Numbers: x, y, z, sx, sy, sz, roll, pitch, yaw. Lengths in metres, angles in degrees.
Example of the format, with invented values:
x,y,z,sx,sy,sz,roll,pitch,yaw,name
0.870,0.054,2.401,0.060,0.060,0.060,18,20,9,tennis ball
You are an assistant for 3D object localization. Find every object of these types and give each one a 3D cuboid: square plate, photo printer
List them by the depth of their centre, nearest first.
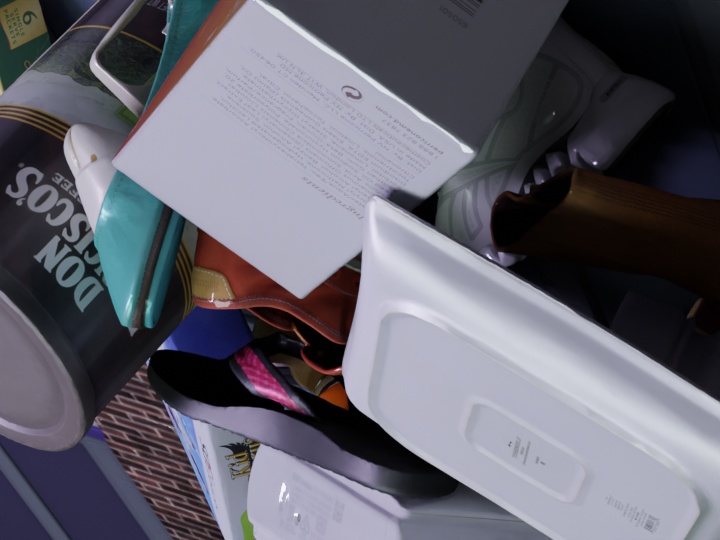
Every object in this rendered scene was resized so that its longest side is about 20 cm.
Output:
x,y,z,sx,sy,sz,roll,pitch,yaw,name
0.075,0.066,1.032,0.198,0.028,0.200,32,159,10,square plate
0.066,0.130,1.221,0.200,0.070,0.166,8,-172,-27,photo printer

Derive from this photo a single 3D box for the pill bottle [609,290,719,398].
x,y,z,sx,sy,sz,roll,pitch,yaw,name
0.193,0.092,1.115,0.200,0.114,0.113,24,153,7,pill bottle

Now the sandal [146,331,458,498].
x,y,z,sx,sy,sz,roll,pitch,yaw,name
-0.026,0.060,1.182,0.075,0.045,0.200,-3,-165,-42,sandal

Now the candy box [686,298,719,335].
x,y,z,sx,sy,sz,roll,pitch,yaw,name
0.189,0.101,1.273,0.117,0.057,0.200,31,153,5,candy box

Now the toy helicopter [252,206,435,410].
x,y,z,sx,sy,sz,roll,pitch,yaw,name
0.000,0.000,1.241,0.079,0.132,0.200,63,-175,36,toy helicopter

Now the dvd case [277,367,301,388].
x,y,z,sx,sy,sz,roll,pitch,yaw,name
-0.002,0.132,1.580,0.143,0.018,0.200,-3,135,50,dvd case

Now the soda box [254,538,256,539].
x,y,z,sx,sy,sz,roll,pitch,yaw,name
-0.003,0.133,1.336,0.063,0.200,0.068,23,154,20,soda box

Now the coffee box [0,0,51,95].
x,y,z,sx,sy,sz,roll,pitch,yaw,name
-0.243,-0.104,1.372,0.200,0.044,0.123,10,122,41,coffee box

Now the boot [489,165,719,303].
x,y,z,sx,sy,sz,roll,pitch,yaw,name
0.174,-0.018,1.012,0.200,0.069,0.188,17,171,-18,boot

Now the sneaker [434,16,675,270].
x,y,z,sx,sy,sz,roll,pitch,yaw,name
0.069,-0.053,1.138,0.081,0.075,0.200,43,147,2,sneaker

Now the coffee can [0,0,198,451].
x,y,z,sx,sy,sz,roll,pitch,yaw,name
-0.133,-0.032,1.225,0.146,0.200,0.147,29,149,20,coffee can

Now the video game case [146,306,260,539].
x,y,z,sx,sy,sz,roll,pitch,yaw,name
-0.095,0.041,1.379,0.181,0.045,0.200,85,160,-57,video game case

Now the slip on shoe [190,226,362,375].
x,y,z,sx,sy,sz,roll,pitch,yaw,name
-0.002,0.023,1.166,0.200,0.061,0.074,27,170,-37,slip on shoe

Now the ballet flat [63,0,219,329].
x,y,z,sx,sy,sz,roll,pitch,yaw,name
-0.097,-0.069,1.138,0.070,0.200,0.067,19,160,-1,ballet flat

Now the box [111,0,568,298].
x,y,z,sx,sy,sz,roll,pitch,yaw,name
0.001,-0.100,1.028,0.106,0.152,0.200,35,153,-9,box
